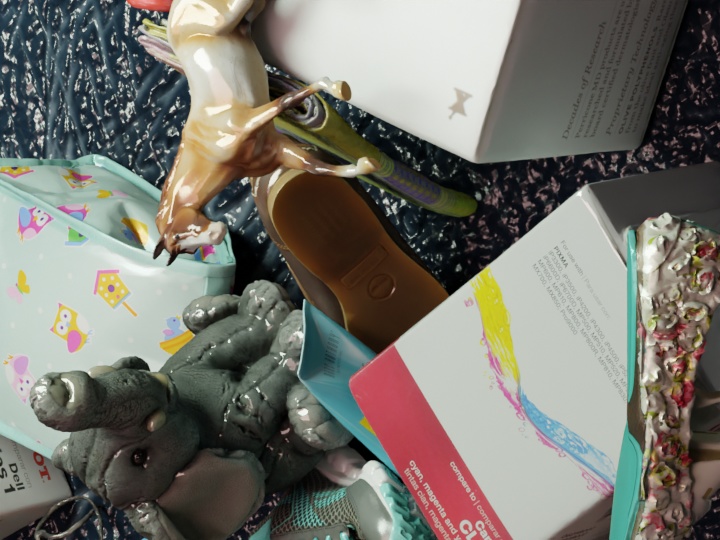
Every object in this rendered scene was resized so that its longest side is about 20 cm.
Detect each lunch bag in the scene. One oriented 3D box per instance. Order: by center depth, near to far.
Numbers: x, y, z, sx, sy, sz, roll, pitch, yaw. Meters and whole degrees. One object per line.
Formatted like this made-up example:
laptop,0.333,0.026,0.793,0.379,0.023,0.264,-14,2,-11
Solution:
lunch bag,-0.157,0.036,1.826,0.200,0.122,0.170,27,112,38

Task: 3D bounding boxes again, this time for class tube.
tube,0.036,0.099,1.657,0.200,0.077,0.050,41,109,-20

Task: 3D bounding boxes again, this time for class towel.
towel,-0.028,-0.084,1.667,0.144,0.200,0.023,26,88,34

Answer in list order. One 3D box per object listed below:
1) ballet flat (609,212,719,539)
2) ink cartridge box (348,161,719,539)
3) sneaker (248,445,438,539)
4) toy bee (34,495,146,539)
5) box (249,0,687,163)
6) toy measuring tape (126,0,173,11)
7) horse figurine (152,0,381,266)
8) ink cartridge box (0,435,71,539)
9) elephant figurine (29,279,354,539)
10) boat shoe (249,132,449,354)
ballet flat,0.159,0.070,1.441,0.064,0.076,0.200,2,109,0
ink cartridge box,0.130,0.056,1.587,0.200,0.145,0.145,-41,73,35
sneaker,-0.009,0.159,1.694,0.078,0.091,0.200,49,171,-12
toy bee,-0.129,0.220,1.855,0.131,0.200,0.109,-22,114,5
box,0.061,-0.185,1.588,0.199,0.171,0.200,28,112,32
toy measuring tape,-0.154,-0.203,1.819,0.200,0.074,0.074,15,106,35
horse figurine,-0.060,-0.112,1.544,0.133,0.050,0.200,-14,81,35
ink cartridge box,-0.301,0.113,1.899,0.084,0.200,0.145,-29,79,34
elephant figurine,-0.115,0.095,1.669,0.141,0.200,0.155,-2,112,53
boat shoe,0.000,0.000,1.692,0.200,0.070,0.070,59,175,-32
